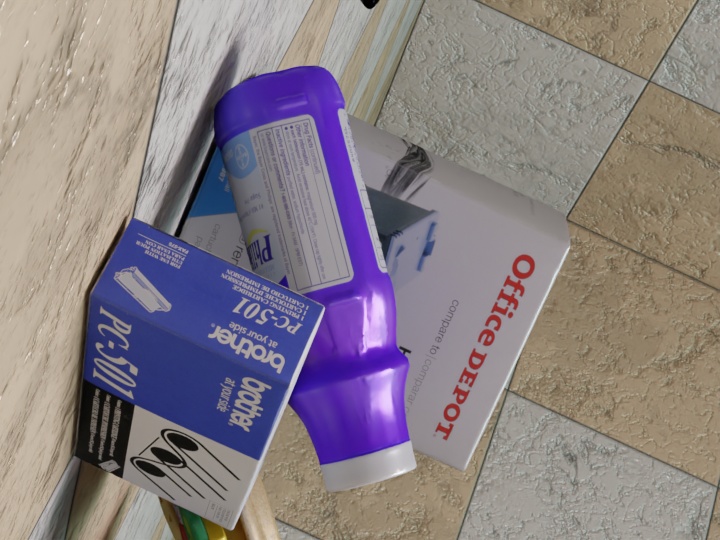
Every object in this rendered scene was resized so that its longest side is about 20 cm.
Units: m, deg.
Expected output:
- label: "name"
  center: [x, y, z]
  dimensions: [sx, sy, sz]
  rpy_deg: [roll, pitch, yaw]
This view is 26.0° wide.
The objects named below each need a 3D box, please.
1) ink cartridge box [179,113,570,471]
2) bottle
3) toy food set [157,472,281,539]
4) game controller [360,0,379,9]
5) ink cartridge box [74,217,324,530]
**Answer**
- label: "ink cartridge box"
  center: [0.000, 0.000, 0.882]
  dimensions: [0.086, 0.198, 0.148]
  rpy_deg: [-66, 180, -77]
- label: "bottle"
  center: [-0.020, 0.005, 0.769]
  dimensions: [0.083, 0.064, 0.203]
  rpy_deg: [153, -77, -77]
- label: "toy food set"
  center: [-0.087, 0.138, 0.920]
  dimensions: [0.201, 0.048, 0.200]
  rpy_deg: [-120, -163, -44]
- label: "game controller"
  center: [0.032, -0.272, 1.244]
  dimensions: [0.200, 0.042, 0.105]
  rpy_deg: [106, 7, -86]
- label: "ink cartridge box"
  center: [-0.082, 0.056, 0.735]
  dimensions: [0.201, 0.093, 0.045]
  rpy_deg: [113, 2, -61]
